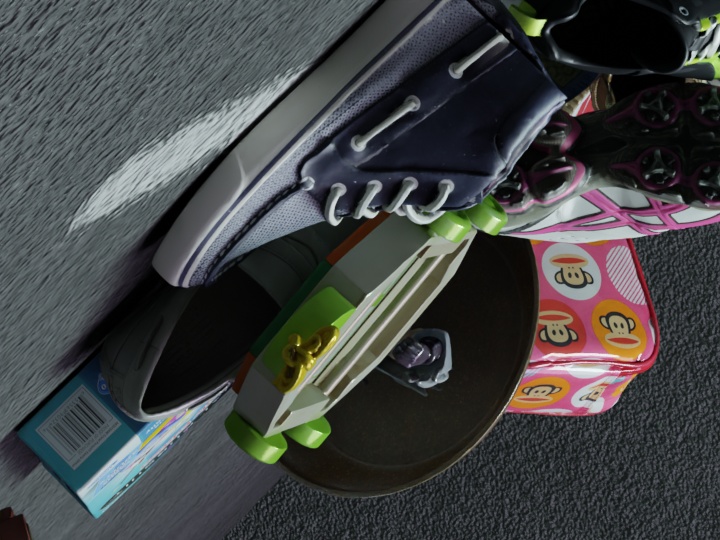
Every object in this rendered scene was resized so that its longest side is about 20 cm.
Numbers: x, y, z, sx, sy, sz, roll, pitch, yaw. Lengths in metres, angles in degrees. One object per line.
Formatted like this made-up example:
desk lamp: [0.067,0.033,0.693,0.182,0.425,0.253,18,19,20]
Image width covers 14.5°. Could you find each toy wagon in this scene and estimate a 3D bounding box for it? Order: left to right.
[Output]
toy wagon: [-0.006,0.023,1.351,0.155,0.040,0.200,-51,169,14]

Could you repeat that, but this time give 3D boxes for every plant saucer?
plant saucer: [0.022,0.038,1.607,0.200,0.200,0.037,-46,141,9]

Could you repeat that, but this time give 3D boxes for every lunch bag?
lunch bag: [0.088,0.005,1.868,0.200,0.176,0.082,1,149,-26]

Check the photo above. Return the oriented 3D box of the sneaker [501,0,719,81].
sneaker: [0.155,-0.119,1.450,0.200,0.083,0.072,3,123,-26]

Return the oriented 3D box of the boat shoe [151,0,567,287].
boat shoe: [0.004,-0.045,1.275,0.200,0.093,0.075,-45,176,2]

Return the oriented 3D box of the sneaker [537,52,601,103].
sneaker: [0.130,-0.157,1.536,0.200,0.075,0.088,-46,176,21]

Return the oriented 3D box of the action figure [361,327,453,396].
action figure: [0.000,0.000,1.516,0.069,0.130,0.200,-56,166,-37]

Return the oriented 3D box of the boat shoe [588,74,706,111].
boat shoe: [0.160,-0.111,1.613,0.075,0.075,0.202,-61,177,-17]

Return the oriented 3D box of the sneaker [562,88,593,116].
sneaker: [0.100,-0.094,1.867,0.200,0.071,0.112,-46,173,-19]

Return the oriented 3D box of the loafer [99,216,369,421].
loafer: [-0.042,0.001,1.380,0.200,0.070,0.070,-45,-158,1]

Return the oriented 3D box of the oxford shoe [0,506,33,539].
oxford shoe: [-0.217,0.172,1.563,0.075,0.070,0.200,-17,171,-11]

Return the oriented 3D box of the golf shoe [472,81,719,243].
golf shoe: [0.145,-0.054,1.523,0.092,0.200,0.073,74,17,-70]

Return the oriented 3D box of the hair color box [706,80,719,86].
hair color box: [0.210,-0.142,1.700,0.061,0.100,0.200,-45,177,-14]

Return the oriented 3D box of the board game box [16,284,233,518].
board game box: [-0.108,0.060,1.519,0.151,0.047,0.200,-44,175,-8]
